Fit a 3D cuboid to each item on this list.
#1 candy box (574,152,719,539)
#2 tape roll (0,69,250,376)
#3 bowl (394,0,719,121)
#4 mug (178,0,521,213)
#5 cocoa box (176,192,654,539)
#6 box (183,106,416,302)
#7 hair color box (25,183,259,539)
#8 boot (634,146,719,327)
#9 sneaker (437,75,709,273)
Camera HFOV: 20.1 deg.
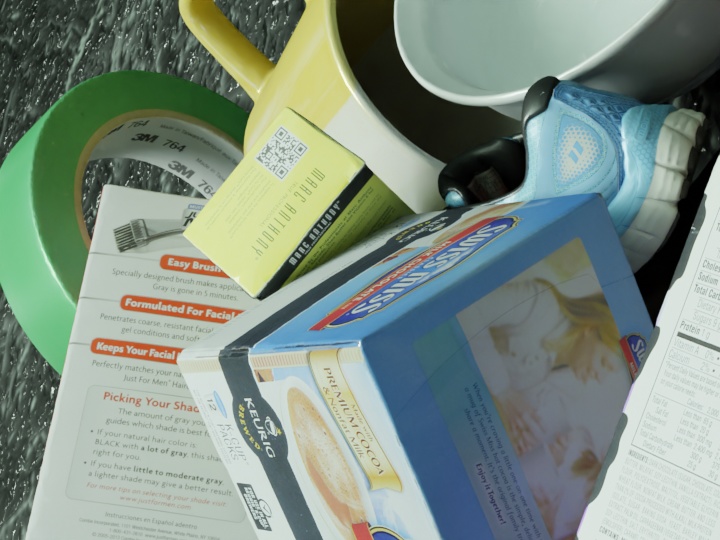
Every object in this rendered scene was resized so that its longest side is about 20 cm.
[{"bbox_3d":[0.171,0.057,0.667,0.071,0.167,0.201,22,92,57],"label":"candy box"},{"bbox_3d":[-0.102,-0.012,1.108,0.048,0.200,0.201,-37,45,41],"label":"tape roll"},{"bbox_3d":[0.117,-0.137,0.902,0.201,0.090,0.202,-31,41,31],"label":"bowl"},{"bbox_3d":[0.008,-0.091,1.030,0.153,0.149,0.187,-43,66,51],"label":"mug"},{"bbox_3d":[0.047,0.089,0.794,0.131,0.133,0.201,-6,110,56],"label":"cocoa box"},{"bbox_3d":[0.000,0.000,0.916,0.050,0.200,0.075,40,91,29],"label":"box"},{"bbox_3d":[-0.085,0.064,0.969,0.064,0.110,0.201,95,-176,-61],"label":"hair color box"},{"bbox_3d":[0.157,-0.043,0.841,0.166,0.072,0.201,-38,35,52],"label":"boot"},{"bbox_3d":[0.073,-0.022,0.874,0.079,0.090,0.200,-65,3,-37],"label":"sneaker"}]
